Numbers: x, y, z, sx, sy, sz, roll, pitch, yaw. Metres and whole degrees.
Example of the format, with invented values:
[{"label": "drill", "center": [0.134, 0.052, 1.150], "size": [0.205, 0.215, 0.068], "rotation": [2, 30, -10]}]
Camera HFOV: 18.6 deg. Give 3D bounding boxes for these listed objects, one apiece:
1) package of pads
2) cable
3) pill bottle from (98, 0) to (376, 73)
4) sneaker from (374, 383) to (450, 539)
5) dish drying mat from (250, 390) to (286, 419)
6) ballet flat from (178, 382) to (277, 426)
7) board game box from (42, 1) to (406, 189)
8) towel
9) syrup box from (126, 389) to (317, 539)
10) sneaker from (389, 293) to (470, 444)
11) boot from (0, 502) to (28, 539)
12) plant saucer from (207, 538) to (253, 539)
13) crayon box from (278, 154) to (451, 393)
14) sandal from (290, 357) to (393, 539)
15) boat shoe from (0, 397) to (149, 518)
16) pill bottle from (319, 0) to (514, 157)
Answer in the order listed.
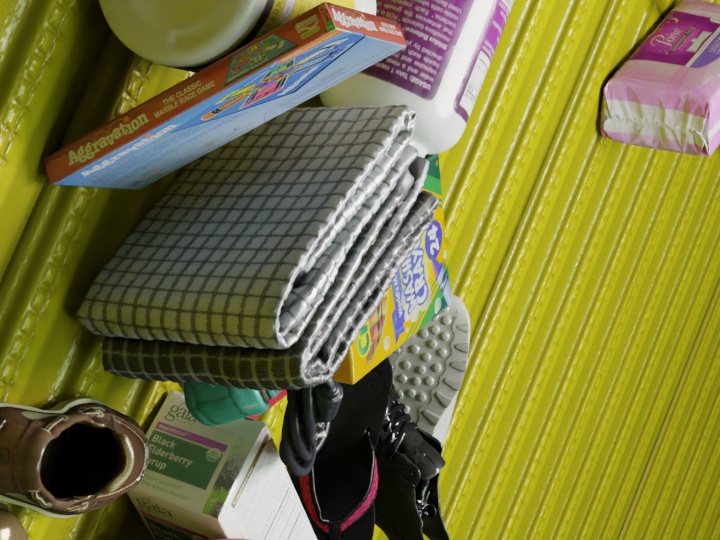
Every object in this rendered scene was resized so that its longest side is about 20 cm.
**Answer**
[{"label": "package of pads", "center": [0.330, -0.192, 2.184], "size": [0.200, 0.120, 0.076], "rotation": [-47, 142, -44]}, {"label": "cable", "center": [-0.030, 0.036, 1.480], "size": [0.164, 0.050, 0.201], "rotation": [93, -4, -50]}, {"label": "pill bottle", "center": [-0.065, -0.167, 1.310], "size": [0.200, 0.110, 0.112], "rotation": [4, 105, -66]}, {"label": "sneaker", "center": [0.027, 0.135, 1.770], "size": [0.060, 0.103, 0.201], "rotation": [-41, 143, -49]}, {"label": "dish drying mat", "center": [-0.050, 0.049, 1.628], "size": [0.200, 0.018, 0.078], "rotation": [-39, 132, -53]}, {"label": "ballet flat", "center": [-0.093, 0.045, 1.457], "size": [0.200, 0.070, 0.068], "rotation": [-94, 164, -70]}, {"label": "board game box", "center": [-0.078, -0.098, 1.272], "size": [0.103, 0.199, 0.020], "rotation": [-3, 68, -67]}, {"label": "towel", "center": [-0.058, -0.013, 1.366], "size": [0.201, 0.164, 0.086], "rotation": [-56, 132, -35]}, {"label": "syrup box", "center": [-0.095, 0.174, 1.549], "size": [0.082, 0.078, 0.201], "rotation": [-63, 157, -25]}, {"label": "sneaker", "center": [0.048, 0.107, 1.860], "size": [0.080, 0.076, 0.202], "rotation": [-41, 150, -69]}, {"label": "boot", "center": [-0.153, 0.238, 1.313], "size": [0.066, 0.199, 0.176], "rotation": [-46, 147, -44]}, {"label": "plant saucer", "center": [-0.112, 0.243, 1.493], "size": [0.199, 0.051, 0.201], "rotation": [-15, 145, -11]}, {"label": "crayon box", "center": [0.000, 0.000, 1.635], "size": [0.200, 0.051, 0.127], "rotation": [-36, 126, -54]}, {"label": "sandal", "center": [-0.017, 0.155, 1.716], "size": [0.045, 0.074, 0.202], "rotation": [-104, -157, -76]}, {"label": "boat shoe", "center": [-0.170, 0.118, 1.330], "size": [0.202, 0.074, 0.076], "rotation": [7, 91, -67]}, {"label": "pill bottle", "center": [0.035, -0.153, 1.552], "size": [0.202, 0.111, 0.112], "rotation": [-68, 157, -6]}]
